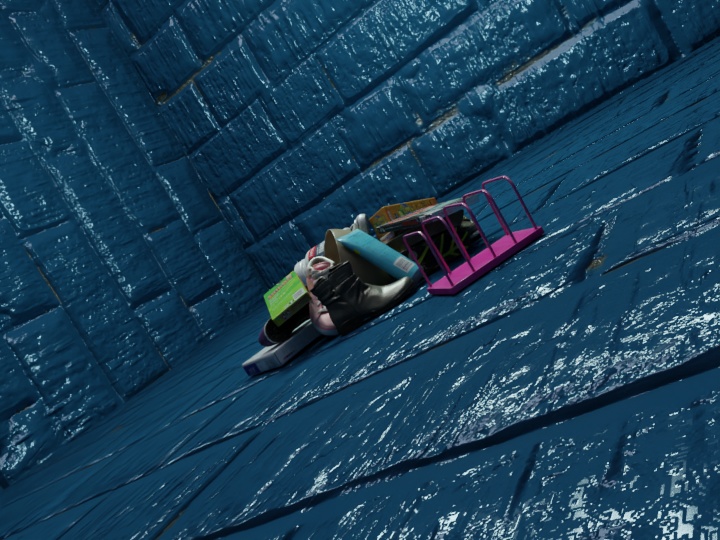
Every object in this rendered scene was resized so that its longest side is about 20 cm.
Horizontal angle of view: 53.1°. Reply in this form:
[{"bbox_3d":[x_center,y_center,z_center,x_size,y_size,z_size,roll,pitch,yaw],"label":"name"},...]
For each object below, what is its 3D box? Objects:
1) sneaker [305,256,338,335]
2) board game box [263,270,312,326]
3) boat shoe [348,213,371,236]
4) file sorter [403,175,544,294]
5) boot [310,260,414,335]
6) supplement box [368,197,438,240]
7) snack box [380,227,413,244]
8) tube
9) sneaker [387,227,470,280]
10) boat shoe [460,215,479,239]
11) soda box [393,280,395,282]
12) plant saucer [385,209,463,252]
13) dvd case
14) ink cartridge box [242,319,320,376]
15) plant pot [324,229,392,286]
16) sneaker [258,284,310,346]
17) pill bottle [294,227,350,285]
[{"bbox_3d":[-0.082,0.047,1.588,0.074,0.106,0.201,-8,38,-7],"label":"sneaker"},{"bbox_3d":[-0.166,0.059,1.617,0.095,0.030,0.200,-39,21,-2],"label":"board game box"},{"bbox_3d":[-0.006,-0.075,1.782,0.066,0.075,0.200,-8,-24,3],"label":"boat shoe"},{"bbox_3d":[0.193,-0.063,1.289,0.199,0.126,0.139,-33,5,-11],"label":"file sorter"},{"bbox_3d":[0.002,0.034,1.488,0.198,0.132,0.068,-31,5,8],"label":"boot"},{"bbox_3d":[0.118,-0.128,1.795,0.198,0.067,0.069,-16,-16,-41],"label":"supplement box"},{"bbox_3d":[0.143,-0.108,1.713,0.198,0.025,0.072,-23,-3,-26],"label":"snack box"},{"bbox_3d":[0.044,-0.033,1.563,0.077,0.199,0.051,-24,-40,-50],"label":"tube"},{"bbox_3d":[0.153,-0.029,1.605,0.198,0.076,0.076,-22,-4,5],"label":"sneaker"},{"bbox_3d":[0.239,-0.099,1.745,0.072,0.061,0.202,-30,5,-5],"label":"boat shoe"},{"bbox_3d":[-0.003,0.004,1.810,0.197,0.069,0.063,-5,17,28],"label":"soda box"},{"bbox_3d":[0.152,-0.083,1.653,0.198,0.035,0.200,-23,-5,-2],"label":"plant saucer"},{"bbox_3d":[0.146,-0.122,1.583,0.145,0.022,0.199,-24,7,-33],"label":"dvd case"},{"bbox_3d":[-0.162,0.168,1.698,0.199,0.044,0.196,-35,4,-33],"label":"ink cartridge box"},{"bbox_3d":[0.000,0.000,1.673,0.132,0.204,0.200,-6,-1,-13],"label":"plant pot"},{"bbox_3d":[-0.162,0.104,1.681,0.199,0.076,0.087,-37,0,-35],"label":"sneaker"},{"bbox_3d":[-0.086,-0.023,2.023,0.199,0.120,0.120,-30,5,28],"label":"pill bottle"}]
